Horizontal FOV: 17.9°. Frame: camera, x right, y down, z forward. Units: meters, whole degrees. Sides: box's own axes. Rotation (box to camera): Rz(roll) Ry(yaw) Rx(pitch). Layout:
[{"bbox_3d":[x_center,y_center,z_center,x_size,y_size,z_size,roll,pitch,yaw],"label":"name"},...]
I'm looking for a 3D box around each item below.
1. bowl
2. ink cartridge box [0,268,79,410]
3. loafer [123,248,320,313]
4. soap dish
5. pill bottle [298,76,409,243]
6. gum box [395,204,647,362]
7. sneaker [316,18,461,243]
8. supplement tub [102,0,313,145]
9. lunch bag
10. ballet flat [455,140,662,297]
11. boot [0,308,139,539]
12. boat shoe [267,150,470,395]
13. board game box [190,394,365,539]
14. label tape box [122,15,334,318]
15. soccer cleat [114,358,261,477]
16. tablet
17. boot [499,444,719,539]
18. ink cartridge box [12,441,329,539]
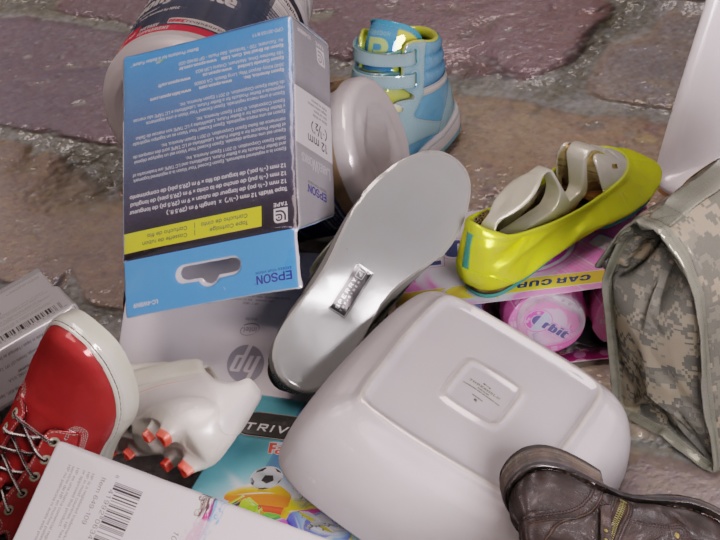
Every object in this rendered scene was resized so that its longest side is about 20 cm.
[{"bbox_3d":[0.070,0.103,1.472,0.199,0.075,0.200,32,46,13],"label":"bowl"},{"bbox_3d":[-0.297,0.076,1.659,0.199,0.044,0.174,-30,14,-10],"label":"ink cartridge box"},{"bbox_3d":[-0.087,0.022,1.699,0.199,0.072,0.063,4,62,27],"label":"loafer"},{"bbox_3d":[0.312,-0.124,1.689,0.081,0.201,0.157,-2,23,-42],"label":"soap dish"},{"bbox_3d":[-0.071,-0.072,1.722,0.199,0.111,0.111,-12,33,25],"label":"pill bottle"},{"bbox_3d":[0.126,0.010,1.648,0.198,0.067,0.114,-7,35,5],"label":"gum box"},{"bbox_3d":[0.005,-0.122,1.803,0.079,0.131,0.200,13,43,27],"label":"sneaker"},{"bbox_3d":[-0.122,-0.181,1.905,0.139,0.141,0.201,2,38,16],"label":"supplement tub"},{"bbox_3d":[0.247,0.003,1.517,0.163,0.201,0.117,-31,41,-25],"label":"lunch bag"},{"bbox_3d":[0.143,-0.052,1.613,0.199,0.067,0.067,-33,40,-32],"label":"ballet flat"},{"bbox_3d":[-0.221,0.121,1.485,0.072,0.201,0.144,39,55,15],"label":"boot"},{"bbox_3d":[0.000,0.000,1.585,0.200,0.071,0.064,-51,5,-11],"label":"boat shoe"},{"bbox_3d":[-0.041,0.169,1.492,0.150,0.047,0.200,7,40,21],"label":"board game box"},{"bbox_3d":[-0.095,-0.066,1.630,0.142,0.066,0.202,-11,72,24],"label":"label tape box"},{"bbox_3d":[-0.139,0.092,1.575,0.077,0.070,0.199,-40,27,-23],"label":"soccer cleat"},{"bbox_3d":[-0.078,0.048,1.636,0.198,0.014,0.131,1,72,16],"label":"tablet"},{"bbox_3d":[0.158,0.194,1.324,0.199,0.070,0.174,22,27,-13],"label":"boot"},{"bbox_3d":[-0.095,0.213,1.319,0.199,0.146,0.148,16,75,31],"label":"ink cartridge box"}]
